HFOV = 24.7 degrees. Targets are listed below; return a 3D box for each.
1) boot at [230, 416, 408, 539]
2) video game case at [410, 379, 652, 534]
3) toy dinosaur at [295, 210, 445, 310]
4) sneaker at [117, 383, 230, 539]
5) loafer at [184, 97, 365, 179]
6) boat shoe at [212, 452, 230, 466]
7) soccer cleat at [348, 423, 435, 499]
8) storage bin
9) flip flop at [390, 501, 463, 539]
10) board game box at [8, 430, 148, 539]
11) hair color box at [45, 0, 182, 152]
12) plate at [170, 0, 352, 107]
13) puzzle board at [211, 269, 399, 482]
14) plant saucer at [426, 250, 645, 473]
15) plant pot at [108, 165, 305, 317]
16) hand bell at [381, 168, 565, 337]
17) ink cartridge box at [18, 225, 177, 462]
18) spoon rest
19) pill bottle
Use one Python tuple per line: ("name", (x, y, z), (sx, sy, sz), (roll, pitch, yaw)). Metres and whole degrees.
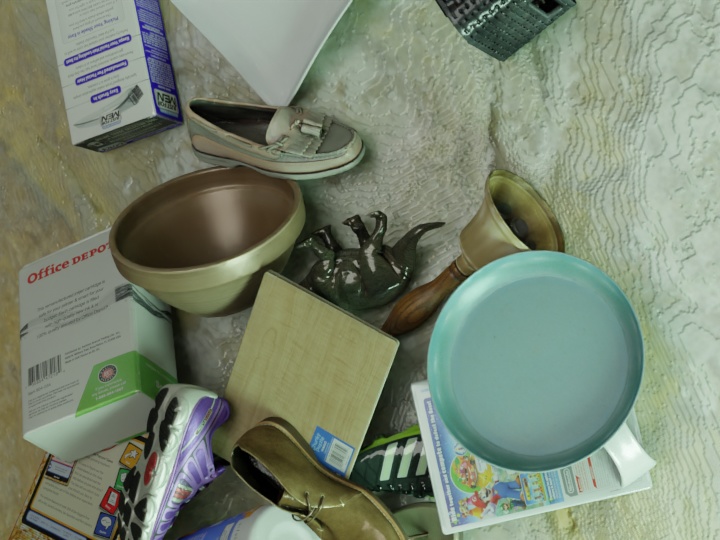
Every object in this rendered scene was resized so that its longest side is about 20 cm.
("boot", (-0.042, 0.223, 1.537), (0.200, 0.075, 0.074), (39, 114, 13))
("video game case", (0.157, 0.153, 1.527), (0.198, 0.018, 0.145), (-13, 80, 4))
("toy dinosaur", (0.000, 0.000, 1.626), (0.198, 0.077, 0.103), (-21, 97, 9))
("sneaker", (-0.177, 0.209, 1.596), (0.202, 0.083, 0.081), (-67, 29, 16))
("loafer", (-0.093, -0.138, 1.660), (0.198, 0.063, 0.072), (6, 49, 28))
("boat shoe", (-0.086, 0.132, 1.645), (0.199, 0.076, 0.075), (-25, 73, 20))
("soccer cleat", (0.049, 0.191, 1.584), (0.199, 0.067, 0.082), (-25, 78, 18))
("storage bin", (0.102, -0.311, 1.554), (0.094, 0.135, 0.201), (-37, 72, 18))
("flip flop", (0.007, 0.269, 1.600), (0.198, 0.057, 0.082), (-6, 83, 25))
("board game box", (-0.274, 0.237, 1.701), (0.151, 0.046, 0.202), (17, 81, 37))
("hair color box", (-0.267, -0.240, 1.762), (0.108, 0.065, 0.202), (-16, 78, 22))
("plate", (-0.088, -0.298, 1.679), (0.200, 0.032, 0.201), (47, 121, 21))
("puzzle board", (-0.057, 0.120, 1.572), (0.150, 0.017, 0.202), (27, 113, 19))
("plant saucer", (0.158, 0.083, 1.471), (0.198, 0.027, 0.202), (-6, 73, 18))
("plant pot", (-0.146, -0.018, 1.647), (0.199, 0.201, 0.093), (2, 124, 25))
("hand bell", (0.092, 0.004, 1.580), (0.200, 0.104, 0.105), (-41, 71, 31))
("ink cartridge box", (-0.271, 0.074, 1.693), (0.144, 0.084, 0.202), (-22, 56, 20))
("spoon rest", (0.197, 0.103, 1.491), (0.099, 0.061, 0.201), (-36, 80, 0))
("pill bottle", (-0.133, 0.304, 1.618), (0.199, 0.111, 0.113), (-24, 76, 40))
